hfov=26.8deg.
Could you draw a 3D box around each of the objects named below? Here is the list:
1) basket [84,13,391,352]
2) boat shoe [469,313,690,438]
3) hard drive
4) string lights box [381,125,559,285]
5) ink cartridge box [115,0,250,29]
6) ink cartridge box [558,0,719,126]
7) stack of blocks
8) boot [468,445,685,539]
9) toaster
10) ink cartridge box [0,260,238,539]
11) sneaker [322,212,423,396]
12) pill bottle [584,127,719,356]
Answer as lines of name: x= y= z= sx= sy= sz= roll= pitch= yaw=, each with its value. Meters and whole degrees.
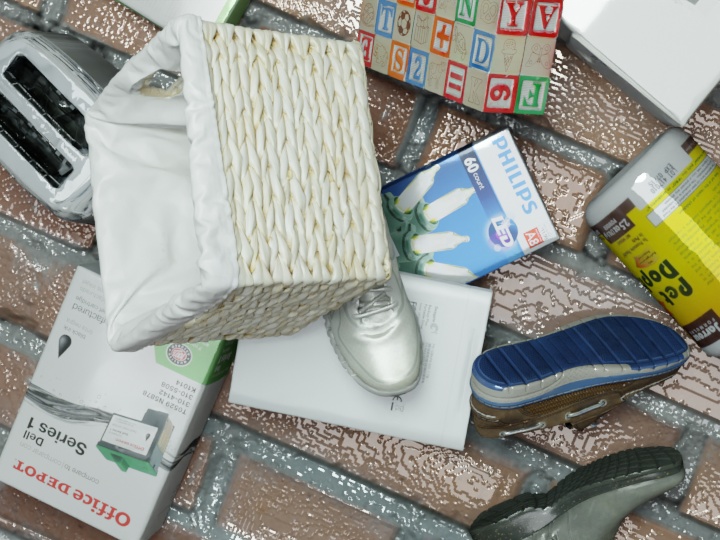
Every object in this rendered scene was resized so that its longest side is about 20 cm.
basket: x=-0.093 y=-0.055 z=1.116 sx=0.159 sy=0.198 sz=0.203 roll=1 pitch=74 yaw=-30
boat shoe: x=0.177 y=0.090 z=1.242 sx=0.198 sy=0.072 sz=0.073 roll=-8 pitch=128 yaw=-18
hard drive: x=-0.001 y=0.062 z=1.239 sx=0.197 sy=0.027 sz=0.134 roll=11 pitch=98 yaw=5
string lights box: x=0.056 y=-0.031 z=1.265 sx=0.198 sy=0.059 sz=0.104 roll=-26 pitch=94 yaw=9
ink cartridge box: x=-0.173 y=-0.294 z=1.281 sx=0.199 sy=0.048 sz=0.147 roll=31 pitch=97 yaw=4
ink cartridge box: x=0.256 y=-0.233 z=1.183 sx=0.144 sy=0.147 sz=0.201 roll=40 pitch=98 yaw=3
stack of blocks: x=0.073 y=-0.200 z=1.178 sx=0.058 sy=0.200 sz=0.117 roll=-1 pitch=107 yaw=-30
boot: x=0.200 y=0.237 z=1.272 sx=0.198 sy=0.068 sz=0.132 roll=-25 pitch=95 yaw=16
toaster: x=-0.248 y=-0.125 z=1.262 sx=0.114 sy=0.129 sz=0.200 roll=-44 pitch=88 yaw=7
ink cartridge box: x=-0.207 y=0.113 z=1.297 sx=0.145 sy=0.084 sz=0.202 roll=24 pitch=96 yaw=5
sneaker: x=0.000 y=0.000 z=1.180 sx=0.074 sy=0.081 sz=0.202 roll=-15 pitch=75 yaw=-5
pill bottle: x=0.281 y=-0.009 z=1.215 sx=0.109 sy=0.109 sz=0.200 roll=-43 pitch=88 yaw=8
